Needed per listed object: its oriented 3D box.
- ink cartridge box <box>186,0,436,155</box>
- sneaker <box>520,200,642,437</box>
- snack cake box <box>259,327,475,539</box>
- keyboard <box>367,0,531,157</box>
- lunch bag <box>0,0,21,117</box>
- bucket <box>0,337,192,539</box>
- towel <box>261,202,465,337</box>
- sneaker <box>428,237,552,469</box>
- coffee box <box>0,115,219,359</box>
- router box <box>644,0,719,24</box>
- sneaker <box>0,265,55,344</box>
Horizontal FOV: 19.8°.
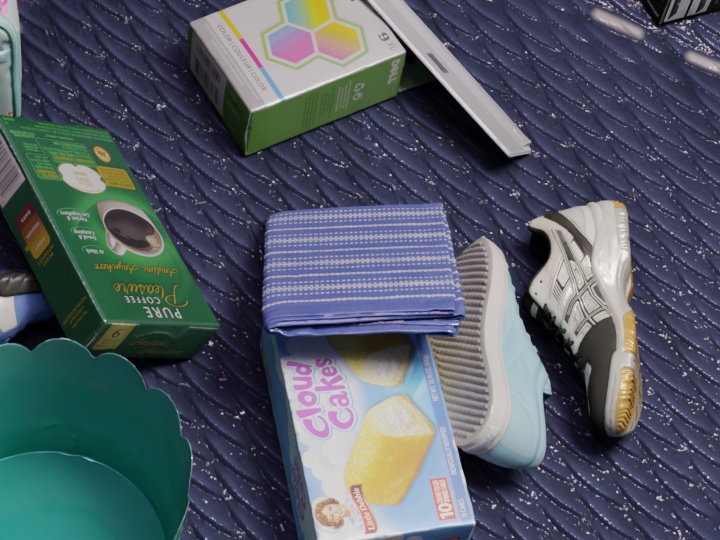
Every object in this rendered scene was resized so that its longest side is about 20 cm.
[{"bbox_3d":[-0.031,-0.180,1.671,0.199,0.059,0.104,-23,62,-22],"label":"ink cartridge box"},{"bbox_3d":[0.166,0.040,1.561,0.087,0.076,0.201,-5,53,7],"label":"sneaker"},{"bbox_3d":[0.001,0.116,1.479,0.114,0.067,0.201,-6,58,-13],"label":"snack cake box"},{"bbox_3d":[0.064,-0.167,1.670,0.200,0.011,0.056,49,26,11],"label":"keyboard"},{"bbox_3d":[-0.355,-0.161,1.549,0.198,0.161,0.078,-2,57,-11],"label":"lunch bag"},{"bbox_3d":[-0.211,0.165,1.372,0.206,0.135,0.208,4,56,-6],"label":"bucket"},{"bbox_3d":[0.000,0.000,1.519,0.144,0.024,0.200,-2,25,-1],"label":"towel"},{"bbox_3d":[0.102,0.068,1.537,0.082,0.074,0.201,33,41,-30],"label":"sneaker"},{"bbox_3d":[-0.197,-0.024,1.519,0.123,0.044,0.201,4,47,-52],"label":"coffee box"},{"bbox_3d":[0.290,-0.322,1.816,0.156,0.052,0.201,-16,61,-18],"label":"router box"},{"bbox_3d":[-0.295,0.042,1.490,0.199,0.076,0.078,-13,99,-27],"label":"sneaker"}]
